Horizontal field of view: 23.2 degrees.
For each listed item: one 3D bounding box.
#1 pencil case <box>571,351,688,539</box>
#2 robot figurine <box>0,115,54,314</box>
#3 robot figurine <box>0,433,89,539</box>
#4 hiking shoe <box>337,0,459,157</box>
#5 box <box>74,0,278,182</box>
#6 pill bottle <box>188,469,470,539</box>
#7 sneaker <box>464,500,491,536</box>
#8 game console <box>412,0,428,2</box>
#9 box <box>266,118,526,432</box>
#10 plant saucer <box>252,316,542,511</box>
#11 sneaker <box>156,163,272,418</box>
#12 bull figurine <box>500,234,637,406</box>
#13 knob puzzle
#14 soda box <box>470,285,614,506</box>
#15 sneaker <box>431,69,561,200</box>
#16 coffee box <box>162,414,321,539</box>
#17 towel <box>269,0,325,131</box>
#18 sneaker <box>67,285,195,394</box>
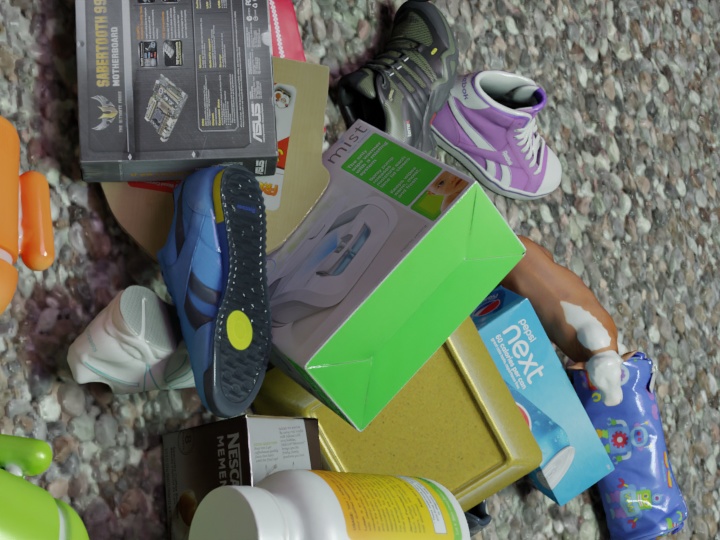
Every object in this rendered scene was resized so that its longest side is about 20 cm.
[{"bbox_3d":[0.273,0.176,1.766,0.078,0.086,0.202,-7,84,-69],"label":"pencil case"},{"bbox_3d":[-0.299,-0.041,1.233,0.144,0.116,0.202,26,58,-62],"label":"robot figurine"},{"bbox_3d":[-0.268,0.190,1.196,0.199,0.115,0.177,33,58,-35],"label":"robot figurine"},{"bbox_3d":[0.031,-0.174,1.627,0.100,0.075,0.202,28,61,-40],"label":"hiking shoe"},{"bbox_3d":[-0.149,-0.174,1.402,0.157,0.048,0.202,-3,75,-6],"label":"box"},{"bbox_3d":[-0.024,0.202,1.279,0.199,0.111,0.112,10,72,-42],"label":"pill bottle"},{"bbox_3d":[0.089,0.152,1.589,0.074,0.081,0.202,12,70,-43],"label":"sneaker"},{"bbox_3d":[0.020,-0.358,1.641,0.176,0.116,0.201,52,48,-22],"label":"game console"},{"bbox_3d":[0.000,0.000,1.416,0.200,0.176,0.097,-46,130,-8],"label":"box"},{"bbox_3d":[0.036,0.136,1.485,0.199,0.048,0.201,-30,103,-5],"label":"plant saucer"},{"bbox_3d":[-0.116,0.019,1.347,0.066,0.078,0.202,23,59,-51],"label":"sneaker"},{"bbox_3d":[0.200,0.047,1.683,0.201,0.065,0.121,53,2,22],"label":"bull figurine"},{"bbox_3d":[-0.123,-0.083,1.421,0.217,0.030,0.222,2,74,-7],"label":"knob puzzle"},{"bbox_3d":[0.161,0.119,1.658,0.068,0.064,0.201,-32,109,-10],"label":"soda box"},{"bbox_3d":[0.155,-0.132,1.715,0.200,0.114,0.073,26,60,-39],"label":"sneaker"},{"bbox_3d":[-0.088,0.220,1.370,0.079,0.114,0.202,6,75,-43],"label":"coffee box"},{"bbox_3d":[-0.118,-0.172,1.517,0.199,0.022,0.146,-11,86,-46],"label":"towel"},{"bbox_3d":[-0.159,0.062,1.381,0.200,0.080,0.071,22,39,-61],"label":"sneaker"}]
